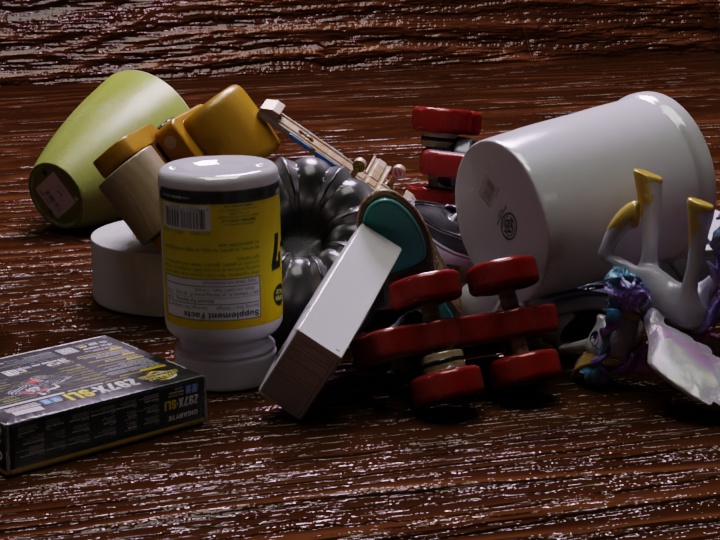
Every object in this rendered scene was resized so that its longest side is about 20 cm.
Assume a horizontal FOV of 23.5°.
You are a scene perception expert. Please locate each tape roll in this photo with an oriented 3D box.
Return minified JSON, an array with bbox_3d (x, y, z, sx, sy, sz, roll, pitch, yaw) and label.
[{"bbox_3d":[-0.198,-0.008,1.913,0.200,0.072,0.203,-1,14,0],"label":"tape roll"}]

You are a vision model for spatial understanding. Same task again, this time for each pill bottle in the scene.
[{"bbox_3d":[-0.128,0.002,1.601,0.113,0.203,0.114,-1,14,0],"label":"pill bottle"}]

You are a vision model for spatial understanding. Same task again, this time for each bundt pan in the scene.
[{"bbox_3d":[-0.057,-0.029,1.727,0.199,0.204,0.076,-3,-27,-8],"label":"bundt pan"}]

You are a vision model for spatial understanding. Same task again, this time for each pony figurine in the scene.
[{"bbox_3d":[0.287,0.033,1.559,0.191,0.202,0.166,23,15,21],"label":"pony figurine"}]

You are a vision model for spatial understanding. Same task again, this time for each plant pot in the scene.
[{"bbox_3d":[-0.337,-0.137,2.276,0.185,0.189,0.200,8,31,31],"label":"plant pot"}]

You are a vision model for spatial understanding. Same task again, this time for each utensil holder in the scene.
[{"bbox_3d":[0.215,-0.069,1.674,0.198,0.172,0.169,-17,20,-28],"label":"utensil holder"}]

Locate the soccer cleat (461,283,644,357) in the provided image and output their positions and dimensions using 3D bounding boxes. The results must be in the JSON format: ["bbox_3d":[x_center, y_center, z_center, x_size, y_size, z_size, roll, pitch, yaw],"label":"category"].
[{"bbox_3d":[0.177,0.044,1.693,0.198,0.071,0.086,7,15,25],"label":"soccer cleat"}]

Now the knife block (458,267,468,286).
[{"bbox_3d":[0.120,-0.016,1.950,0.199,0.065,0.174,13,20,42],"label":"knife block"}]

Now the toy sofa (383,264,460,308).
[{"bbox_3d":[0.000,0.000,1.820,0.197,0.099,0.083,-4,14,-16],"label":"toy sofa"}]

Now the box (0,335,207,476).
[{"bbox_3d":[-0.257,0.111,1.487,0.199,0.050,0.159,-12,21,-40],"label":"box"}]

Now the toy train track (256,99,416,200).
[{"bbox_3d":[-0.019,-0.124,1.838,0.199,0.033,0.115,34,33,-4],"label":"toy train track"}]

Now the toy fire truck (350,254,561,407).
[{"bbox_3d":[0.079,0.066,1.582,0.198,0.114,0.168,-9,-10,-27],"label":"toy fire truck"}]

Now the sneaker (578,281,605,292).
[{"bbox_3d":[0.239,-0.022,1.803,0.076,0.148,0.202,0,15,-7],"label":"sneaker"}]

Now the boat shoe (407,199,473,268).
[{"bbox_3d":[0.117,-0.039,1.791,0.199,0.066,0.070,25,30,-38],"label":"boat shoe"}]

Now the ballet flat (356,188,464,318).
[{"bbox_3d":[0.046,-0.015,1.692,0.070,0.201,0.066,-15,39,12],"label":"ballet flat"}]

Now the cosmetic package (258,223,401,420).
[{"bbox_3d":[-0.026,0.042,1.563,0.050,0.083,0.200,34,33,-2],"label":"cosmetic package"}]

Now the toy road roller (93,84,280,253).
[{"bbox_3d":[-0.174,-0.116,1.827,0.146,0.123,0.200,-37,4,22],"label":"toy road roller"}]

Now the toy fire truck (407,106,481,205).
[{"bbox_3d":[0.143,-0.119,1.932,0.166,0.114,0.200,5,5,11],"label":"toy fire truck"}]

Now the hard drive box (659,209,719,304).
[{"bbox_3d":[0.354,-0.011,1.891,0.154,0.078,0.200,-4,15,-14],"label":"hard drive box"}]
